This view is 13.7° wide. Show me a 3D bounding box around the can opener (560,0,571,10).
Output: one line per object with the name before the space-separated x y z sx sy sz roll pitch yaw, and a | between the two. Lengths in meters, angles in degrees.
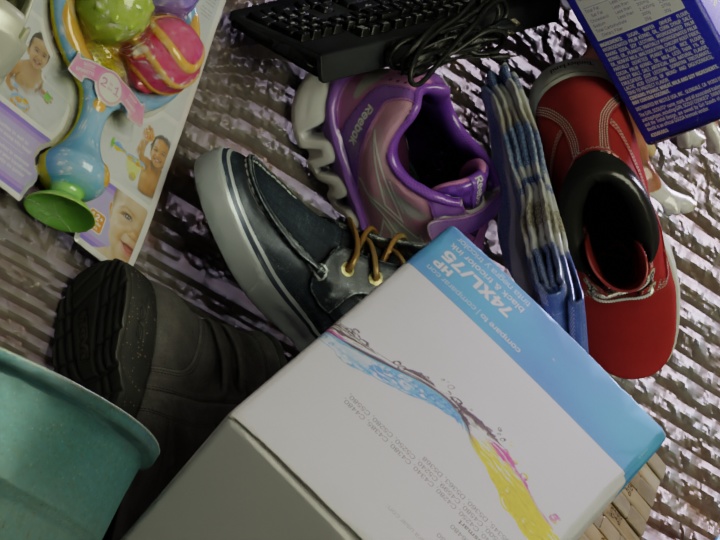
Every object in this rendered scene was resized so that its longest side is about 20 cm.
can opener | 0.098 -0.237 1.673 0.053 0.067 0.200 -45 116 -38

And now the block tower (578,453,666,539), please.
block tower | 0.105 0.173 1.625 0.054 0.058 0.200 49 46 -30

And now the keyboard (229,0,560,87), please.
keyboard | 0.033 -0.142 1.572 0.200 0.104 0.040 -20 132 -45

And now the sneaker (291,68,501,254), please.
sneaker | 0.039 -0.023 1.574 0.080 0.088 0.200 -39 113 -42

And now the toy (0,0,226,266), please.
toy | -0.111 -0.110 1.462 0.115 0.047 0.200 39 60 -37

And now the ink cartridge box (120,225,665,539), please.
ink cartridge box | 0.009 0.109 1.369 0.146 0.147 0.200 45 40 5

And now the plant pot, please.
plant pot | -0.211 0.129 1.244 0.200 0.200 0.196 33 70 -38

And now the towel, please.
towel | 0.094 0.005 1.565 0.200 0.024 0.147 -101 -179 -50

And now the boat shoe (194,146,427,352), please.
boat shoe | 0.000 0.000 1.517 0.200 0.091 0.071 54 20 -31

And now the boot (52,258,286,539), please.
boot | -0.092 0.103 1.439 0.132 0.070 0.200 31 63 -40

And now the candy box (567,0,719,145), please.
candy box | 0.158 -0.196 1.611 0.200 0.077 0.169 60 32 -17

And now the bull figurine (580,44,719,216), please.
bull figurine | 0.167 -0.106 1.728 0.200 0.065 0.122 -45 116 -39

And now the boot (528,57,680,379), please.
boot | 0.137 0.005 1.611 0.144 0.072 0.200 -99 173 -55

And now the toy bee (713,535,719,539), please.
toy bee | 0.227 0.202 1.704 0.200 0.109 0.131 -8 129 -25

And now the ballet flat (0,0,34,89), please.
ballet flat | -0.173 -0.133 1.391 0.069 0.069 0.200 38 60 -36
